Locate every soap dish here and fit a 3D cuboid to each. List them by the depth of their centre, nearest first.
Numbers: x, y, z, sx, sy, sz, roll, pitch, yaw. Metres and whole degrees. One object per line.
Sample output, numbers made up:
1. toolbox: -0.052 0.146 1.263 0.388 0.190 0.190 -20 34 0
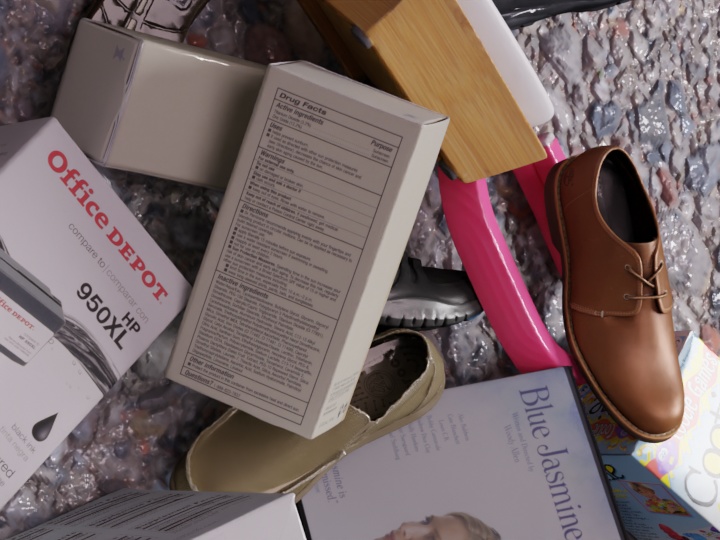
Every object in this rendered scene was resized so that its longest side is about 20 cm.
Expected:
1. soap dish: 0.026 -0.153 1.587 0.081 0.157 0.200 -42 140 -5

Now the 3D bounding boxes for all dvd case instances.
1. dvd case: 0.058 0.140 1.614 0.200 0.018 0.143 -10 58 -11

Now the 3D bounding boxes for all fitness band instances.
1. fitness band: 0.115 -0.017 1.705 0.200 0.037 0.144 64 31 -14

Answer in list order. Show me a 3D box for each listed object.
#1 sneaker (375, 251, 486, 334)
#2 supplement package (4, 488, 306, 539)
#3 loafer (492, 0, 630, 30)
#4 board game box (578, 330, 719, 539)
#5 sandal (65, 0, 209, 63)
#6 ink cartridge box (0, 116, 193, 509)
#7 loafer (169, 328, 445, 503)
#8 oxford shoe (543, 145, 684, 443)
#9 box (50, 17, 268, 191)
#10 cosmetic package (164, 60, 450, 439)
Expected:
1. sneaker: 0.000 0.000 1.639 0.200 0.073 0.082 2 81 -37
2. supplement package: -0.120 0.238 1.463 0.147 0.200 0.191 -21 99 -33
3. loafer: 0.132 -0.209 1.745 0.200 0.068 0.070 -16 105 -31
4. board game box: 0.238 0.140 1.778 0.200 0.105 0.103 41 65 -27
5. sandal: -0.116 -0.185 1.585 0.082 0.055 0.200 36 82 -23
6. ink cartridge box: -0.215 0.029 1.478 0.200 0.084 0.145 -49 114 -27
7. loafer: -0.033 0.089 1.588 0.200 0.067 0.076 -33 68 -22
8. oxford shoe: 0.174 0.014 1.668 0.071 0.071 0.200 -13 83 -27
9. box: -0.087 -0.092 1.557 0.200 0.068 0.082 13 98 -43
10. cosmetic package: -0.032 -0.014 1.510 0.200 0.103 0.073 -69 167 11
